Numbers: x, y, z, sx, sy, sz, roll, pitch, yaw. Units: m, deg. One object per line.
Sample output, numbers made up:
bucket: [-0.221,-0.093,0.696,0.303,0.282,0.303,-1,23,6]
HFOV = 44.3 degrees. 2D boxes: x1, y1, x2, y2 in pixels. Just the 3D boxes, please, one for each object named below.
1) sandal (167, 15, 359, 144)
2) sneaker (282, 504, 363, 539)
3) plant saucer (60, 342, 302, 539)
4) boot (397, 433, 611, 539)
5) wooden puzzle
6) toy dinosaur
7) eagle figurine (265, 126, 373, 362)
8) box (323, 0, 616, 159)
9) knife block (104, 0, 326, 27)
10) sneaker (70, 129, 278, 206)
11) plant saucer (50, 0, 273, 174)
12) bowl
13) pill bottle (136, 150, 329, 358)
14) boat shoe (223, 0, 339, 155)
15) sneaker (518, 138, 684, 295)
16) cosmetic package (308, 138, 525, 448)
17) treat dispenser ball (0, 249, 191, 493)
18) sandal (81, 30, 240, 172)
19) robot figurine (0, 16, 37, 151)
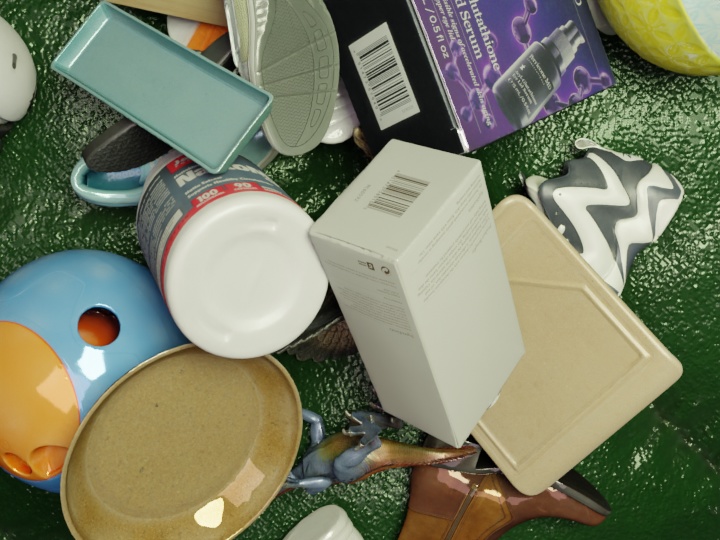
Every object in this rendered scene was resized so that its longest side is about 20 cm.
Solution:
sandal: [-0.085,-0.171,0.773,0.206,0.059,0.079,40,82,11]
sneaker: [-0.078,0.315,0.850,0.198,0.075,0.089,-32,108,6]
plant saucer: [-0.139,0.138,0.691,0.197,0.035,0.204,-17,122,-29]
boot: [0.118,0.265,0.830,0.185,0.069,0.204,17,100,0]
wooden puzzle: [0.142,0.066,0.756,0.200,0.037,0.185,47,119,10]
toy dinosaur: [-0.029,0.185,0.803,0.198,0.105,0.183,34,128,0]
eagle figurine: [-0.005,-0.002,0.766,0.150,0.150,0.204,23,87,-30]
box: [0.087,-0.175,0.696,0.198,0.104,0.150,-28,98,-36]
knife block: [-0.086,-0.233,0.722,0.199,0.064,0.176,-35,73,-30]
sneaker: [-0.162,-0.096,0.782,0.196,0.082,0.075,-19,98,6]
plant saucer: [-0.150,-0.138,0.661,0.198,0.019,0.070,33,81,27]
bowl: [0.240,-0.247,0.716,0.107,0.198,0.204,-10,101,47]
pill bottle: [-0.110,-0.028,0.684,0.117,0.200,0.122,-9,115,-21]
boat shoe: [-0.068,-0.189,0.657,0.073,0.064,0.206,-22,109,-27]
sneaker: [0.177,-0.024,0.781,0.128,0.079,0.201,32,104,4]
cosmetic package: [0.050,0.021,0.654,0.084,0.108,0.202,19,144,36]
treat dispenser ball: [-0.234,0.085,0.752,0.196,0.201,0.206,0,99,3]
sandal: [-0.143,-0.150,0.713,0.199,0.075,0.045,-40,80,-2]
robot figurine: [-0.375,-0.143,0.767,0.199,0.125,0.151,-38,106,7]
